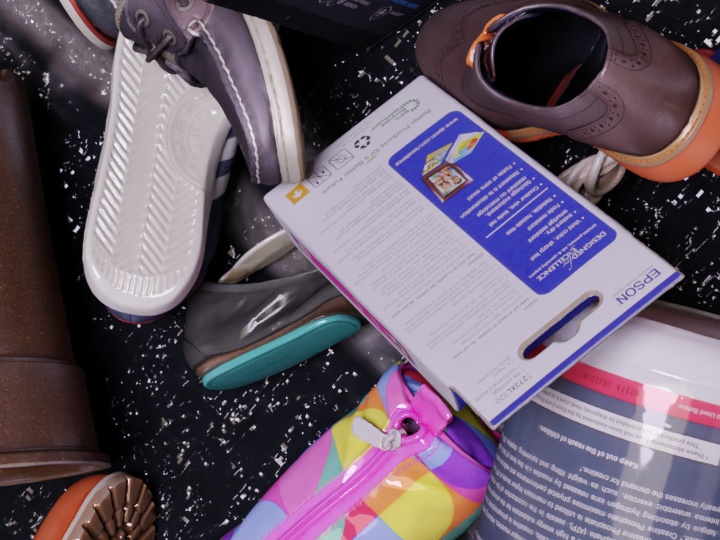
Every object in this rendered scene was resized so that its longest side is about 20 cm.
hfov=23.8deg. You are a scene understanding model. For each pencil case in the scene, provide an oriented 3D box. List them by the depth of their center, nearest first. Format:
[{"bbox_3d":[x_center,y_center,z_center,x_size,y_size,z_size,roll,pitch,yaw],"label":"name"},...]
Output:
[{"bbox_3d":[-0.017,0.126,0.809,0.200,0.088,0.088,-46,78,16],"label":"pencil case"}]

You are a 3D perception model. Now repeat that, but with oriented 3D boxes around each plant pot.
[{"bbox_3d":[-0.229,0.008,0.831,0.200,0.200,0.199,-10,80,19],"label":"plant pot"}]

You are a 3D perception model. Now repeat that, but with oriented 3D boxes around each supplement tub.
[{"bbox_3d":[0.119,0.118,0.730,0.140,0.140,0.200,17,97,18],"label":"supplement tub"}]

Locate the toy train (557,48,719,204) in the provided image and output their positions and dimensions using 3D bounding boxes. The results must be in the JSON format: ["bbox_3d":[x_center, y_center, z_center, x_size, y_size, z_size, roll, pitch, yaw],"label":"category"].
[{"bbox_3d":[0.174,-0.042,0.747,0.200,0.085,0.116,-41,95,19],"label":"toy train"}]

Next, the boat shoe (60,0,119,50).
[{"bbox_3d":[-0.130,-0.211,0.846,0.062,0.071,0.200,-13,83,16],"label":"boat shoe"}]

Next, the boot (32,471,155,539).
[{"bbox_3d":[-0.185,0.177,0.876,0.107,0.075,0.200,32,94,31],"label":"boot"}]

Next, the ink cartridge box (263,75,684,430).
[{"bbox_3d":[0.043,-0.007,0.712,0.095,0.037,0.200,-38,39,-6],"label":"ink cartridge box"}]

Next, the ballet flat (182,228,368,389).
[{"bbox_3d":[0.000,0.000,0.809,0.200,0.068,0.068,-16,74,19],"label":"ballet flat"}]

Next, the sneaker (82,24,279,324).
[{"bbox_3d":[-0.092,-0.068,0.838,0.075,0.085,0.200,18,73,-2],"label":"sneaker"}]

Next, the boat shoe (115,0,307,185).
[{"bbox_3d":[-0.080,-0.121,0.776,0.065,0.072,0.200,-19,72,-10],"label":"boat shoe"}]

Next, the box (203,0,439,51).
[{"bbox_3d":[0.038,-0.174,0.718,0.198,0.200,0.050,-32,80,16],"label":"box"}]

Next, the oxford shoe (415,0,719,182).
[{"bbox_3d":[0.073,-0.094,0.731,0.200,0.072,0.071,24,90,57],"label":"oxford shoe"}]
